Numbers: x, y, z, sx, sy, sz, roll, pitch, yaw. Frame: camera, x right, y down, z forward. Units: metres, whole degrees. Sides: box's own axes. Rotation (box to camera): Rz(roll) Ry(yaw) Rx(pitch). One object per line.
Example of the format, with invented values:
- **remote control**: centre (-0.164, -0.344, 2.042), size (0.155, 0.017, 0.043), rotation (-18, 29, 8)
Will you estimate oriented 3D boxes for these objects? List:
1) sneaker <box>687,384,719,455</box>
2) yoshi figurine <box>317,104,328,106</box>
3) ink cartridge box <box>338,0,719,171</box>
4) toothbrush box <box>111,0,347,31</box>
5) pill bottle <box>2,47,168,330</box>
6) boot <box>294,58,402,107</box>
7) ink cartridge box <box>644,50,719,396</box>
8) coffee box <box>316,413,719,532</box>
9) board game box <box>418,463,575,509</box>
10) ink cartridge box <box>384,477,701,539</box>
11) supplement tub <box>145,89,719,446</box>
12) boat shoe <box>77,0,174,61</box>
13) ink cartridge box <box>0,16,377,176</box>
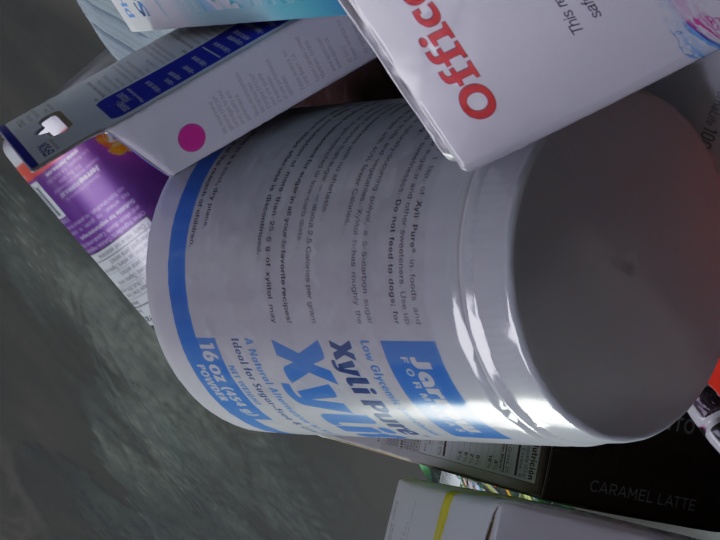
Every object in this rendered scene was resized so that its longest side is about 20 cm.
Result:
- **sneaker**: centre (0.141, 0.011, 1.109), size (0.201, 0.075, 0.116), rotation (64, 168, 11)
- **yoshi figurine**: centre (-0.008, -0.009, 1.149), size (0.199, 0.112, 0.113), rotation (-1, 116, 36)
- **ink cartridge box**: centre (0.083, -0.144, 0.826), size (0.199, 0.084, 0.145), rotation (-26, 112, 23)
- **toothbrush box**: centre (-0.015, -0.170, 0.998), size (0.200, 0.146, 0.086), rotation (4, 132, 58)
- **pill bottle**: centre (-0.089, -0.028, 1.387), size (0.200, 0.111, 0.111), rotation (49, 156, -9)
- **boot**: centre (0.000, -0.091, 1.187), size (0.200, 0.072, 0.167), rotation (39, 158, 25)
- **ink cartridge box**: centre (0.119, -0.032, 0.977), size (0.200, 0.057, 0.163), rotation (54, 144, 35)
- **coffee box**: centre (0.079, 0.063, 1.222), size (0.114, 0.080, 0.200), rotation (12, 179, -32)
- **board game box**: centre (0.067, 0.106, 1.415), size (0.201, 0.023, 0.105), rotation (60, 155, -10)
- **ink cartridge box**: centre (0.095, 0.148, 1.127), size (0.144, 0.084, 0.200), rotation (13, 176, -10)
- **supplement tub**: centre (0.026, -0.001, 0.970), size (0.199, 0.132, 0.132), rotation (-1, 129, 47)
- **boat shoe**: centre (-0.074, -0.121, 1.155), size (0.200, 0.067, 0.074), rotation (42, 156, 49)
- **ink cartridge box**: centre (-0.044, -0.085, 1.014), size (0.037, 0.199, 0.095), rotation (65, 171, -18)
